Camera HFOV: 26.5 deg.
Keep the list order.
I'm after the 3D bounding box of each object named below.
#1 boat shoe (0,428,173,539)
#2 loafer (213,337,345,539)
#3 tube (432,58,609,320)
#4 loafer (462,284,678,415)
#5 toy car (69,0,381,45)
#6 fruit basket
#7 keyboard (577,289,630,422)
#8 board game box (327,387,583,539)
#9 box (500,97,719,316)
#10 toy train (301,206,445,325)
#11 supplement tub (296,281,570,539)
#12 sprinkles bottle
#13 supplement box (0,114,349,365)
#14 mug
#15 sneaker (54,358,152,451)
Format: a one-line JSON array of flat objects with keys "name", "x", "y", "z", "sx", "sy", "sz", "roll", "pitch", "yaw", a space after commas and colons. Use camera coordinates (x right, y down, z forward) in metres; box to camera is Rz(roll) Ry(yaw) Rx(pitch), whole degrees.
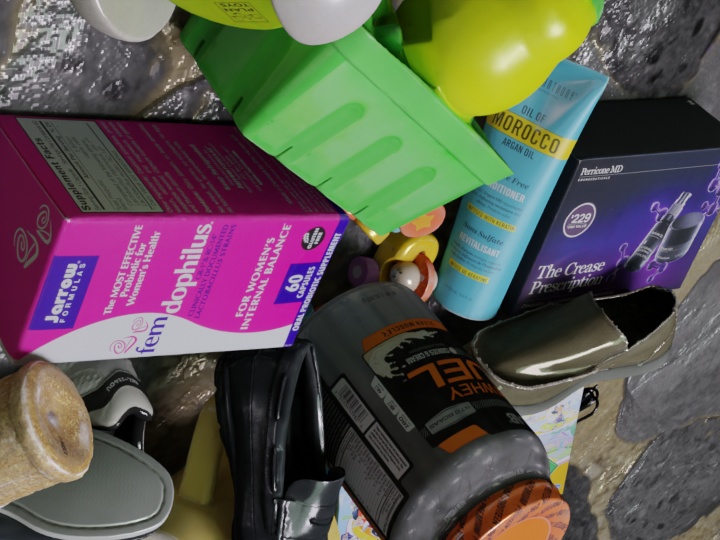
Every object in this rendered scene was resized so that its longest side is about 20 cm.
[{"name": "boat shoe", "x": -0.210, "y": 0.135, "z": 0.925, "sx": 0.198, "sy": 0.076, "sz": 0.061, "roll": 11, "pitch": 142, "yaw": 4}, {"name": "loafer", "x": -0.044, "y": 0.141, "z": 0.968, "sx": 0.068, "sy": 0.070, "sz": 0.203, "roll": -12, "pitch": 95, "yaw": -61}, {"name": "tube", "x": 0.106, "y": -0.062, "z": 1.077, "sx": 0.050, "sy": 0.077, "sz": 0.202, "roll": -41, "pitch": 154, "yaw": -60}, {"name": "loafer", "x": 0.154, "y": 0.047, "z": 1.119, "sx": 0.198, "sy": 0.075, "sz": 0.070, "roll": -15, "pitch": 144, "yaw": -32}, {"name": "toy car", "x": -0.077, "y": -0.203, "z": 0.729, "sx": 0.200, "sy": 0.173, "sz": 0.151, "roll": 47, "pitch": 53, "yaw": -53}, {"name": "fruit basket", "x": 0.031, "y": -0.134, "z": 0.872, "sx": 0.214, "sy": 0.156, "sz": 0.217, "roll": -22, "pitch": 144, "yaw": -17}, {"name": "keyboard", "x": 0.157, "y": 0.103, "z": 1.224, "sx": 0.199, "sy": 0.040, "sz": 0.104, "roll": -39, "pitch": 150, "yaw": 5}, {"name": "board game box", "x": 0.069, "y": 0.142, "z": 1.170, "sx": 0.198, "sy": 0.034, "sz": 0.135, "roll": -14, "pitch": 135, "yaw": -17}, {"name": "box", "x": 0.187, "y": -0.052, "z": 1.172, "sx": 0.198, "sy": 0.079, "sz": 0.142, "roll": -8, "pitch": 128, "yaw": -39}, {"name": "toy train", "x": 0.000, "y": 0.000, "z": 1.061, "sx": 0.149, "sy": 0.056, "sz": 0.201, "roll": -21, "pitch": 138, "yaw": -29}, {"name": "supplement tub", "x": 0.041, "y": 0.113, "z": 1.006, "sx": 0.122, "sy": 0.200, "sz": 0.123, "roll": -26, "pitch": 144, "yaw": -21}, {"name": "sprinkles bottle", "x": -0.245, "y": 0.114, "z": 0.837, "sx": 0.198, "sy": 0.069, "sz": 0.068, "roll": -23, "pitch": 147, "yaw": 16}, {"name": "supplement box", "x": -0.122, "y": -0.019, "z": 0.889, "sx": 0.198, "sy": 0.103, "sz": 0.102, "roll": -2, "pitch": 128, "yaw": -41}, {"name": "mug", "x": -0.113, "y": 0.187, "z": 1.043, "sx": 0.148, "sy": 0.189, "sz": 0.153, "roll": -19, "pitch": 175, "yaw": 20}, {"name": "sneaker", "x": -0.186, "y": 0.136, "z": 0.992, "sx": 0.075, "sy": 0.088, "sz": 0.201, "roll": -13, "pitch": 135, "yaw": -37}]
